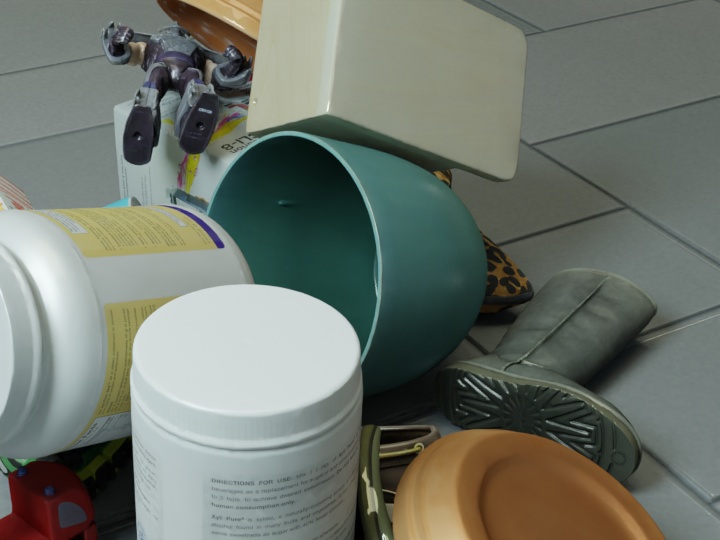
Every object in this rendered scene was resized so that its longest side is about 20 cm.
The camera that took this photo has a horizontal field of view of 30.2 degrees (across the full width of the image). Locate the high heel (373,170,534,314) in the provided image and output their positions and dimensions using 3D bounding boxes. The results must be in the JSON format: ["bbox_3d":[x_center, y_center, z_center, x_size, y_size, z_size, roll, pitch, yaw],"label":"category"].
[{"bbox_3d":[0.098,-0.030,1.192,0.141,0.072,0.200,15,35,11],"label":"high heel"}]

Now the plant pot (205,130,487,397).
[{"bbox_3d":[0.000,0.000,1.011,0.160,0.203,0.200,-2,23,-45],"label":"plant pot"}]

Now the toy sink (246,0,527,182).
[{"bbox_3d":[0.022,-0.149,1.056,0.199,0.132,0.111,14,-13,-38],"label":"toy sink"}]

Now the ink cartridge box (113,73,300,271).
[{"bbox_3d":[-0.097,-0.070,1.171,0.199,0.146,0.145,27,39,37],"label":"ink cartridge box"}]

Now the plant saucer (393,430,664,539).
[{"bbox_3d":[0.113,0.167,0.773,0.198,0.038,0.201,22,35,-16],"label":"plant saucer"}]

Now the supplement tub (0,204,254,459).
[{"bbox_3d":[-0.173,0.034,0.815,0.144,0.147,0.199,22,16,33],"label":"supplement tub"}]

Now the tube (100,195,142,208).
[{"bbox_3d":[-0.262,0.002,1.073,0.198,0.050,0.078,-23,60,6],"label":"tube"}]

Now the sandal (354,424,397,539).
[{"bbox_3d":[0.030,0.183,0.795,0.057,0.080,0.202,-7,48,-15],"label":"sandal"}]

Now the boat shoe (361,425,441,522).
[{"bbox_3d":[-0.043,0.127,0.900,0.197,0.060,0.072,5,9,6],"label":"boat shoe"}]

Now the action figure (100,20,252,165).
[{"bbox_3d":[-0.153,-0.162,1.111,0.128,0.070,0.201,2,33,-9],"label":"action figure"}]

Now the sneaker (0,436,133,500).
[{"bbox_3d":[-0.183,0.087,0.966,0.085,0.079,0.200,18,35,28],"label":"sneaker"}]

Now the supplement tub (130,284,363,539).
[{"bbox_3d":[-0.066,0.126,0.774,0.130,0.202,0.132,3,31,-2],"label":"supplement tub"}]

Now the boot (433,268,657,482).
[{"bbox_3d":[0.173,0.073,1.020,0.181,0.073,0.199,25,31,32],"label":"boot"}]

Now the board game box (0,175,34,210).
[{"bbox_3d":[-0.301,0.039,0.957,0.200,0.046,0.152,-49,39,4],"label":"board game box"}]

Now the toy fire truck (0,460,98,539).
[{"bbox_3d":[-0.248,0.152,0.789,0.048,0.142,0.199,24,38,35],"label":"toy fire truck"}]

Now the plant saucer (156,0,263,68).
[{"bbox_3d":[-0.084,-0.197,1.159,0.199,0.038,0.200,30,-3,2],"label":"plant saucer"}]
